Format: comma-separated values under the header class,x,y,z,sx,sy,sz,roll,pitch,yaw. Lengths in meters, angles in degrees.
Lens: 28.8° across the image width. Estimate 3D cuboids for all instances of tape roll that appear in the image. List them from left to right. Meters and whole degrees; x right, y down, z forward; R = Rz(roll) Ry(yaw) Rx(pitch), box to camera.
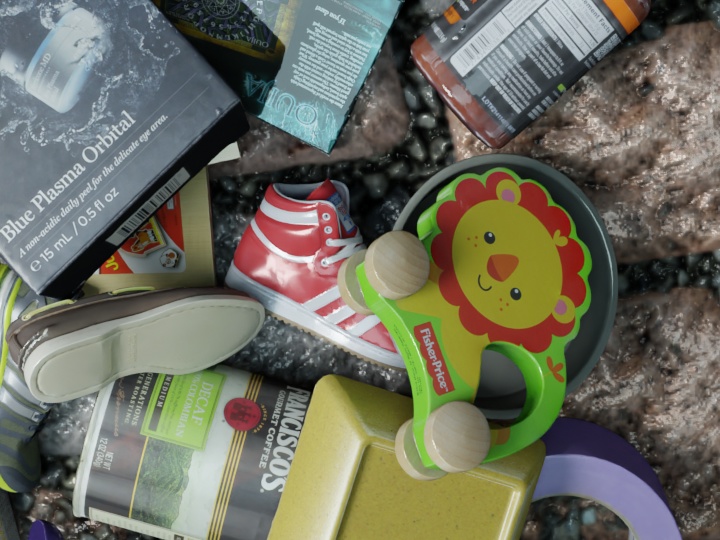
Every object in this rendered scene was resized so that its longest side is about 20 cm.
class,x,y,z,sx,sy,sz,roll,pitch,yaw
tape roll,0.163,0.230,1.153,0.197,0.085,0.203,1,105,2

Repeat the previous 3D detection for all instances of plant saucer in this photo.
class,x,y,z,sx,sy,sz,roll,pitch,yaw
plant saucer,0.035,0.200,1.036,0.198,0.048,0.203,18,89,-19

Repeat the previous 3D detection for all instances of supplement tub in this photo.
class,x,y,z,sx,sy,sz,roll,pitch,yaw
supplement tub,0.139,-0.192,1.035,0.200,0.107,0.107,-42,99,11

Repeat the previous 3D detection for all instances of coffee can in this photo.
class,x,y,z,sx,sy,sz,roll,pitch,yaw
coffee can,-0.111,0.149,1.112,0.197,0.147,0.148,15,105,-1

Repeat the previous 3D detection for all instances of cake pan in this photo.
class,x,y,z,sx,sy,sz,roll,pitch,yaw
cake pan,0.105,0.012,1.087,0.197,0.037,0.204,0,89,-18

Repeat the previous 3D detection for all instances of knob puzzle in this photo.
class,x,y,z,sx,sy,sz,roll,pitch,yaw
knob puzzle,-0.216,-0.061,1.121,0.216,0.031,0.223,1,109,3

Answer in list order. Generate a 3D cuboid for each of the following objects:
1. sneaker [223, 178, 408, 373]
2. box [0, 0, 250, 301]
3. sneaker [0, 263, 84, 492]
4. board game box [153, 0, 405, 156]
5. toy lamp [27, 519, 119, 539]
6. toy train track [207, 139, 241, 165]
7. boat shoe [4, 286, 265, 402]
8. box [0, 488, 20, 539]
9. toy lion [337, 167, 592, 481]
class,x,y,z,sx,sy,sz,roll,pitch,yaw
sneaker,0.000,0.000,1.108,0.198,0.071,0.114,22,108,-1
box,-0.216,-0.117,1.001,0.197,0.117,0.200,-44,89,-4
sneaker,-0.264,0.094,1.134,0.080,0.074,0.203,7,116,2
board game box,-0.082,-0.194,1.082,0.198,0.028,0.137,27,106,-4
toy lamp,-0.170,0.230,1.146,0.198,0.058,0.059,9,107,-31
toy train track,-0.189,-0.076,1.084,0.197,0.033,0.116,-14,100,2
boat shoe,-0.165,0.043,1.047,0.198,0.060,0.073,-14,132,-33
box,-0.368,0.265,1.204,0.156,0.048,0.203,-9,104,5
toy lion,0.093,0.031,1.019,0.189,0.069,0.203,-15,81,-27
